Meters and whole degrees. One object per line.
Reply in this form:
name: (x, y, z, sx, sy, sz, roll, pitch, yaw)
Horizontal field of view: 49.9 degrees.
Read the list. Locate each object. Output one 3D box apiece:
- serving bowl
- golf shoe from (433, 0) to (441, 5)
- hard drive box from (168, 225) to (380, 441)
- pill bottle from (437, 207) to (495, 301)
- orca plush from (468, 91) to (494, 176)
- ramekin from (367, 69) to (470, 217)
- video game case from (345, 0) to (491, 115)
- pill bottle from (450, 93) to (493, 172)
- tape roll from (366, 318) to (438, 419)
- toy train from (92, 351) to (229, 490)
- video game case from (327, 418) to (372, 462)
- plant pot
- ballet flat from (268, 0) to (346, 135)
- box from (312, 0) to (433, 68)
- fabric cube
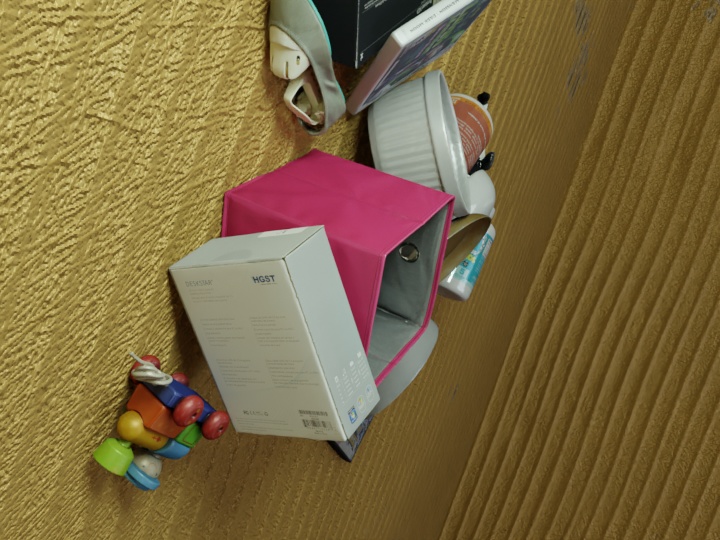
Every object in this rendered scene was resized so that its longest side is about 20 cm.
serving bowl: (0.153, -0.069, 1.264, 0.200, 0.066, 0.200, -43, 172, -8)
golf shoe: (0.101, -0.351, 1.079, 0.200, 0.078, 0.098, -54, 161, -32)
hard drive box: (-0.086, 0.066, 0.792, 0.077, 0.155, 0.202, -42, 122, -49)
pill bottle: (0.206, -0.047, 1.581, 0.201, 0.110, 0.111, -66, 159, -10)
orca plush: (0.196, -0.234, 1.438, 0.071, 0.105, 0.202, 2, 114, -35)
ramekin: (0.082, -0.165, 1.067, 0.200, 0.104, 0.202, -11, 90, -76)
video game case: (0.078, -0.277, 0.942, 0.181, 0.023, 0.200, -38, -179, -20)
pill bottle: (0.127, -0.186, 1.246, 0.200, 0.111, 0.113, -55, 156, -33)
tape roll: (0.034, 0.140, 1.239, 0.200, 0.066, 0.200, -46, -170, 10)
toy train: (-0.219, 0.150, 0.761, 0.116, 0.084, 0.200, -50, 156, -10)
video game case: (-0.004, 0.258, 1.469, 0.182, 0.025, 0.200, -62, 158, -19)
plant pot: (0.109, -0.017, 1.134, 0.200, 0.028, 0.200, -38, 165, -12)
ballet flat: (-0.062, -0.212, 0.815, 0.064, 0.067, 0.200, -51, 155, -14)
box: (0.015, -0.337, 0.864, 0.200, 0.078, 0.142, -50, 150, -43)
fabric cube: (-0.029, -0.002, 0.908, 0.200, 0.198, 0.198, -39, 144, -53)
